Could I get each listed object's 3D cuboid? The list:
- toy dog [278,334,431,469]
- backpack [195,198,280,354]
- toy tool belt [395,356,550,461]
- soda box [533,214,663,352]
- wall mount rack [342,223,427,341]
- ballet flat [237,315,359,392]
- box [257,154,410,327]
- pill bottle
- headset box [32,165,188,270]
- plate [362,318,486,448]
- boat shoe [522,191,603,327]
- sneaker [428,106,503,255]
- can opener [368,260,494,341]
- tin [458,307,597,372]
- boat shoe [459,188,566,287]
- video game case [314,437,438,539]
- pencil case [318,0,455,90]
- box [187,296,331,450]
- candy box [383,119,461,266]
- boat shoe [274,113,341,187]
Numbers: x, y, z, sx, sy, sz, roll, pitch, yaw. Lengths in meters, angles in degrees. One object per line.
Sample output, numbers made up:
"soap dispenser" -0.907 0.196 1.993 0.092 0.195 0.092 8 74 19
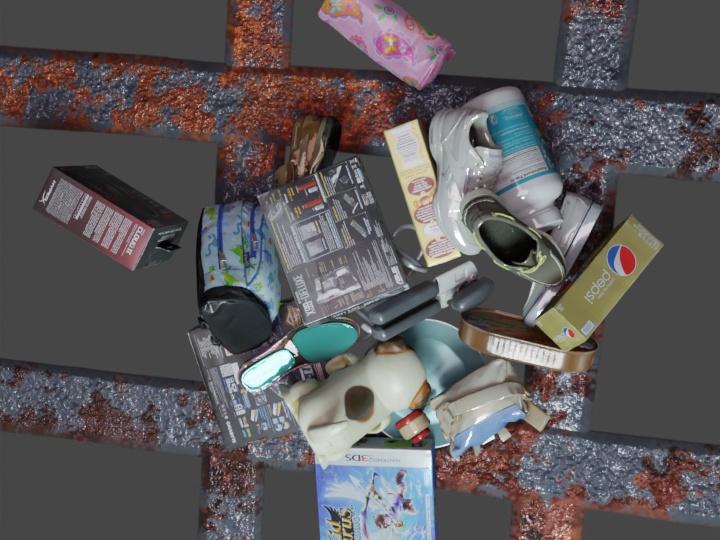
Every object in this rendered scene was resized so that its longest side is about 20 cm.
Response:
"toy dog" -0.002 0.172 1.446 0.199 0.194 0.140 -30 83 -8
"backpack" -0.181 -0.007 1.490 0.153 0.163 0.201 -23 57 0
"toy tool belt" 0.161 0.219 1.456 0.200 0.125 0.123 -35 82 13
"soda box" 0.330 0.017 1.402 0.064 0.068 0.200 44 66 3
"wall mount rack" 0.000 0.000 1.509 0.174 0.074 0.201 37 102 29
"ballet flat" -0.093 0.112 1.491 0.199 0.071 0.069 -30 110 10
"box" -0.037 -0.040 1.431 0.157 0.050 0.201 -22 83 4
"pill bottle" 0.211 -0.145 1.415 0.110 0.111 0.201 -24 81 12
"headset box" -0.362 -0.077 1.524 0.199 0.149 0.075 31 101 6
"plate" 0.097 0.169 1.535 0.199 0.026 0.202 1 97 11
"boat shoe" 0.264 -0.022 1.455 0.086 0.075 0.203 28 95 11
"sneaker" 0.145 -0.119 1.354 0.099 0.075 0.201 -1 100 48
"can opener" 0.106 0.045 1.450 0.067 0.199 0.054 22 130 48
"tin" 0.238 0.099 1.458 0.199 0.112 0.042 13 111 9
"boat shoe" 0.208 -0.029 1.345 0.072 0.060 0.201 -40 124 20
"video game case" 0.025 0.354 1.548 0.180 0.045 0.201 0 105 11
"pencil case" 0.037 -0.343 1.455 0.200 0.087 0.088 36 102 3
"box" -0.142 0.156 1.563 0.197 0.050 0.201 -17 95 9
"candy box" 0.095 -0.113 1.453 0.055 0.115 0.201 -17 94 13
"boat shoe" -0.088 -0.137 1.511 0.073 0.076 0.201 16 91 13
